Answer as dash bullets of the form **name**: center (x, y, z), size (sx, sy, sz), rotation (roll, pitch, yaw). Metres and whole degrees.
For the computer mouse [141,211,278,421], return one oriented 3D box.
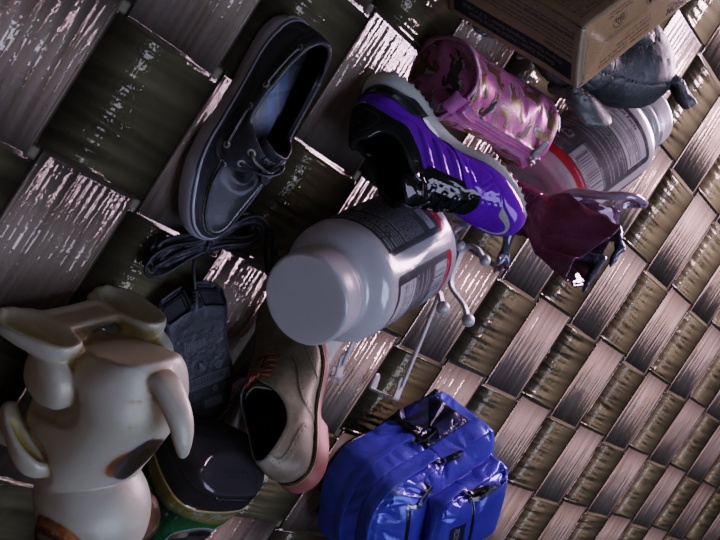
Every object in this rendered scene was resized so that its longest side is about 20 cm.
- **computer mouse**: center (-0.133, 0.038, 1.206), size (0.140, 0.046, 0.201), rotation (-25, 126, -32)

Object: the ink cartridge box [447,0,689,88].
- **ink cartridge box**: center (0.204, -0.278, 1.241), size (0.200, 0.164, 0.075), rotation (-37, 147, -25)

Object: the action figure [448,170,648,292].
- **action figure**: center (0.171, -0.064, 1.367), size (0.150, 0.199, 0.134), rotation (-57, 162, 3)

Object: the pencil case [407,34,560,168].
- **pencil case**: center (0.122, -0.162, 1.313), size (0.200, 0.086, 0.083), rotation (20, 93, -55)

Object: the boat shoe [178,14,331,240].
- **boat shoe**: center (-0.081, -0.109, 1.101), size (0.070, 0.066, 0.201), rotation (25, 96, -47)

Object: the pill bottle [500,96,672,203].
- **pill bottle**: center (0.257, -0.132, 1.499), size (0.199, 0.110, 0.111), rotation (-35, 143, -28)

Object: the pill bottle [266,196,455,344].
- **pill bottle**: center (0.000, 0.000, 1.228), size (0.200, 0.110, 0.111), rotation (-28, 141, -58)

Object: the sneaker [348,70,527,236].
- **sneaker**: center (0.062, -0.081, 1.222), size (0.069, 0.200, 0.100), rotation (-34, -158, 46)

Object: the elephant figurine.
- **elephant figurine**: center (0.226, -0.210, 1.342), size (0.200, 0.154, 0.143), rotation (-23, 102, -58)

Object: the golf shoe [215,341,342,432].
- **golf shoe**: center (-0.061, 0.110, 1.321), size (0.200, 0.092, 0.073), rotation (-49, 146, -12)

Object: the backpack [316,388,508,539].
- **backpack**: center (0.059, 0.254, 1.546), size (0.199, 0.167, 0.164), rotation (-19, 128, -36)

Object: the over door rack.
- **over door rack**: center (0.054, 0.049, 1.425), size (0.201, 0.066, 0.148), rotation (-57, 148, 4)

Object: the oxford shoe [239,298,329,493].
- **oxford shoe**: center (-0.073, 0.098, 1.222), size (0.070, 0.201, 0.075), rotation (-28, 142, 22)

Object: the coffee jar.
- **coffee jar**: center (-0.180, 0.217, 1.212), size (0.200, 0.086, 0.104), rotation (-44, 149, 23)

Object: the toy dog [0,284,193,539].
- **toy dog**: center (-0.203, 0.137, 1.073), size (0.139, 0.193, 0.202), rotation (-25, 132, -57)
